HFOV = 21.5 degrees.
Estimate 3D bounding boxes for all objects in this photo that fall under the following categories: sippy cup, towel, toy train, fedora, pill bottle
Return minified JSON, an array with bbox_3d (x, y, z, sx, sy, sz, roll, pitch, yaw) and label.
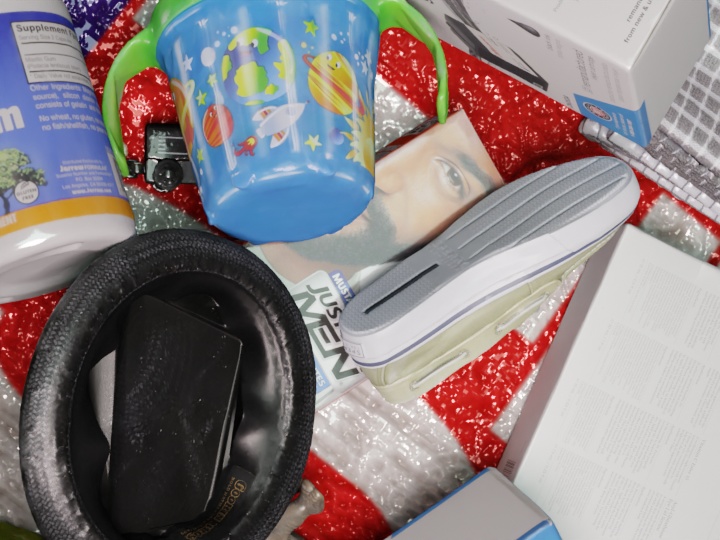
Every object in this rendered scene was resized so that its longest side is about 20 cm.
[{"bbox_3d":[-0.047,-0.091,1.081,0.139,0.177,0.131,18,55,-49],"label":"sippy cup"},{"bbox_3d":[0.262,-0.110,1.194,0.199,0.086,0.166,32,84,-11],"label":"towel"},{"bbox_3d":[-0.172,-0.072,1.126,0.199,0.034,0.046,1,88,-13],"label":"toy train"},{"bbox_3d":[-0.120,0.077,1.063,0.200,0.091,0.202,-1,92,-34],"label":"fedora"},{"bbox_3d":[-0.203,-0.091,1.049,0.111,0.112,0.201,-17,79,-11],"label":"pill bottle"}]

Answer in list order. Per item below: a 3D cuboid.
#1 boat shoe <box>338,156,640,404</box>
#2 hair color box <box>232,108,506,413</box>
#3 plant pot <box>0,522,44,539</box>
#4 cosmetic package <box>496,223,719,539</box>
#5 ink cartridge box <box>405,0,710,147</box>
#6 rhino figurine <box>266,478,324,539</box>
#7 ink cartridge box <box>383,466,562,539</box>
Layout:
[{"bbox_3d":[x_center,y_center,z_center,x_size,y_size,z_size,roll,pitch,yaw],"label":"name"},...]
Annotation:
[{"bbox_3d":[0.079,0.004,1.113,0.199,0.072,0.062,-31,124,-6],"label":"boat shoe"},{"bbox_3d":[0.000,0.000,1.152,0.199,0.064,0.111,-33,97,-11],"label":"hair color box"},{"bbox_3d":[-0.240,0.225,1.044,0.181,0.199,0.201,33,86,-4],"label":"plant pot"},{"bbox_3d":[0.185,0.091,1.200,0.150,0.052,0.201,26,86,-10],"label":"cosmetic package"},{"bbox_3d":[0.093,-0.168,1.088,0.199,0.145,0.084,30,86,17],"label":"ink cartridge box"},{"bbox_3d":[-0.062,0.159,1.145,0.087,0.060,0.200,-44,98,-10],"label":"rhino figurine"},{"bbox_3d":[0.075,0.244,1.130,0.144,0.084,0.201,-34,119,-11],"label":"ink cartridge box"}]
